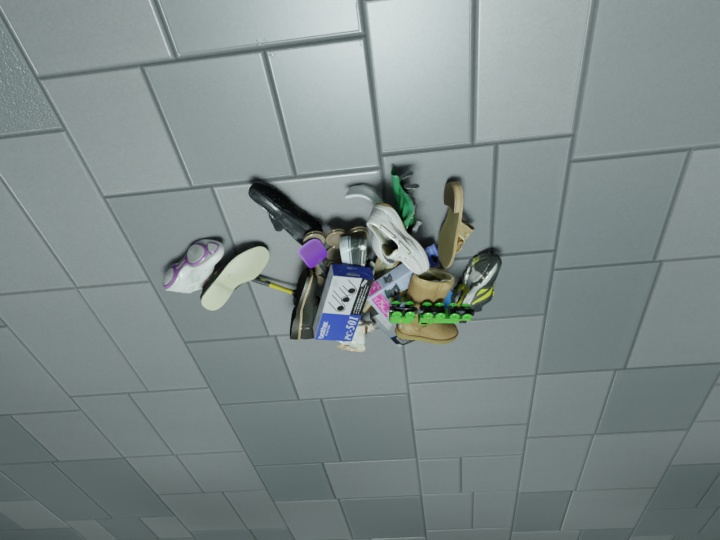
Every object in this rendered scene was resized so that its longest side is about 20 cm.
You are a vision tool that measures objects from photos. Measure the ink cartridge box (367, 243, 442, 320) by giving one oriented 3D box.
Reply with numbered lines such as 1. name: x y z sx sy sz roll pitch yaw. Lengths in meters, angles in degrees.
1. ink cartridge box: 0.112 0.030 1.259 0.200 0.042 0.119 -35 143 2

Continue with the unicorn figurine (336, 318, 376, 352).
1. unicorn figurine: -0.019 0.155 1.397 0.137 0.074 0.200 18 155 18

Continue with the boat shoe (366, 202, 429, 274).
1. boat shoe: 0.074 -0.051 1.128 0.071 0.069 0.200 3 141 50

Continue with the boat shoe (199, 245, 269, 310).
1. boat shoe: -0.303 0.008 1.273 0.201 0.063 0.074 -43 121 4

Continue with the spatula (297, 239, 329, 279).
1. spatula: -0.086 -0.006 1.233 0.056 0.021 0.200 -39 147 -6

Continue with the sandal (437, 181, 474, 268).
1. sandal: 0.222 -0.098 1.178 0.069 0.078 0.212 -10 125 -14

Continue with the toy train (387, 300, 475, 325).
1. toy train: 0.160 0.101 1.214 0.200 0.042 0.056 3 141 -3

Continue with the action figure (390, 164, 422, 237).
1. action figure: 0.101 -0.119 1.153 0.055 0.118 0.200 -11 142 -4

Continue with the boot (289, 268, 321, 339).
1. boot: -0.090 0.086 1.284 0.138 0.078 0.200 7 129 -13

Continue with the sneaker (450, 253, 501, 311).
1. sneaker: 0.296 0.032 1.309 0.084 0.075 0.200 4 138 -24

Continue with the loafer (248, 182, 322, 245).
1. loafer: -0.170 -0.115 1.171 0.070 0.068 0.200 -38 126 22

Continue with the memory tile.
1. memory tile: -0.058 -0.029 1.246 0.153 0.017 0.200 -7 143 -11

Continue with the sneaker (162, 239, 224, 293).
1. sneaker: -0.387 -0.008 1.290 0.200 0.075 0.100 -32 144 27

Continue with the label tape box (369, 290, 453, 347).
1. label tape box: 0.144 0.105 1.374 0.200 0.066 0.143 -25 128 25

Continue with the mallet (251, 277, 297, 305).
1. mallet: -0.217 0.032 1.339 0.200 0.066 0.041 23 121 0

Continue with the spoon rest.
1. spoon rest: 0.041 -0.099 1.171 0.061 0.099 0.200 -10 127 35

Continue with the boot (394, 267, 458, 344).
1. boot: 0.182 0.087 1.266 0.175 0.066 0.200 1 132 -19

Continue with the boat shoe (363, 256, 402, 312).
1. boat shoe: 0.043 0.022 1.305 0.065 0.072 0.200 43 133 18

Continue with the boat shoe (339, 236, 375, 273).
1. boat shoe: 0.000 0.000 1.221 0.071 0.072 0.200 -1 143 9

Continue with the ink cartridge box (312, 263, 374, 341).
1. ink cartridge box: -0.042 0.078 1.212 0.094 0.044 0.200 5 129 -17
